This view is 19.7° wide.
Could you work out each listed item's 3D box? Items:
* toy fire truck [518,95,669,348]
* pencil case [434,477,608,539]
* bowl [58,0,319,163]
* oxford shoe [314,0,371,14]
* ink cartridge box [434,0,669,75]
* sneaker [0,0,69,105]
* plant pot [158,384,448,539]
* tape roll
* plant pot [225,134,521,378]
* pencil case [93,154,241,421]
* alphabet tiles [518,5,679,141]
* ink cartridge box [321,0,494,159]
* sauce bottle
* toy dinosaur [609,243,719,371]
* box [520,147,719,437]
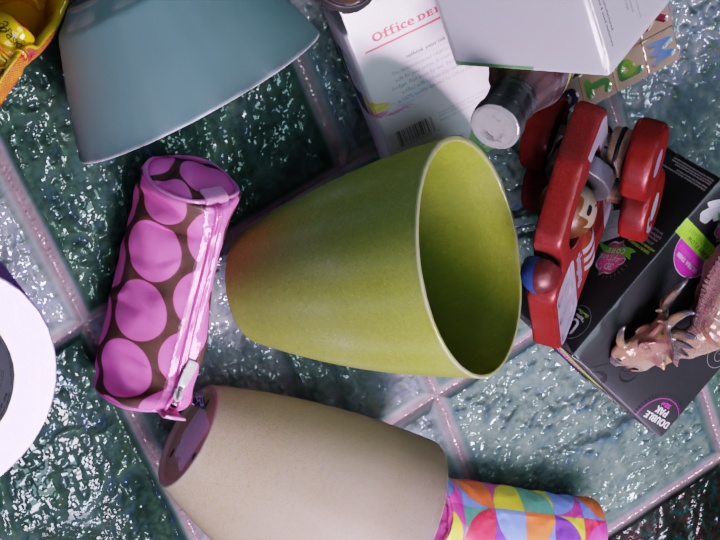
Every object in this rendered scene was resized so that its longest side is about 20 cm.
[{"bbox_3d":[0.175,-0.041,1.697,0.200,0.111,0.169,74,34,-67],"label":"toy fire truck"},{"bbox_3d":[0.131,0.236,1.898,0.199,0.088,0.089,12,106,-29],"label":"pencil case"},{"bbox_3d":[-0.140,-0.172,1.517,0.200,0.201,0.106,-30,103,-13],"label":"bowl"},{"bbox_3d":[-0.070,-0.265,1.525,0.199,0.084,0.073,27,86,-2],"label":"oxford shoe"},{"bbox_3d":[0.168,-0.242,1.581,0.200,0.145,0.088,-47,130,-35],"label":"ink cartridge box"},{"bbox_3d":[-0.273,-0.144,1.456,0.073,0.077,0.201,36,50,-13],"label":"sneaker"},{"bbox_3d":[-0.060,0.180,1.725,0.199,0.187,0.188,31,96,-21],"label":"plant pot"},{"bbox_3d":[-0.337,0.073,1.569,0.199,0.085,0.201,-12,116,-24],"label":"tape roll"},{"bbox_3d":[0.000,0.000,1.643,0.187,0.199,0.189,22,65,-58],"label":"plant pot"},{"bbox_3d":[-0.149,0.014,1.637,0.090,0.094,0.201,2,110,-29],"label":"pencil case"},{"bbox_3d":[0.179,-0.227,1.729,0.166,0.008,0.201,-28,123,-14],"label":"alphabet tiles"},{"bbox_3d":[0.045,-0.178,1.654,0.116,0.067,0.201,-25,126,-5],"label":"ink cartridge box"},{"bbox_3d":[0.137,-0.164,1.628,0.200,0.066,0.066,-56,137,-45],"label":"sauce bottle"},{"bbox_3d":[0.308,0.016,1.744,0.135,0.086,0.201,26,92,-27],"label":"toy dinosaur"},{"bbox_3d":[0.259,0.014,1.838,0.200,0.124,0.148,-49,124,0],"label":"box"}]
